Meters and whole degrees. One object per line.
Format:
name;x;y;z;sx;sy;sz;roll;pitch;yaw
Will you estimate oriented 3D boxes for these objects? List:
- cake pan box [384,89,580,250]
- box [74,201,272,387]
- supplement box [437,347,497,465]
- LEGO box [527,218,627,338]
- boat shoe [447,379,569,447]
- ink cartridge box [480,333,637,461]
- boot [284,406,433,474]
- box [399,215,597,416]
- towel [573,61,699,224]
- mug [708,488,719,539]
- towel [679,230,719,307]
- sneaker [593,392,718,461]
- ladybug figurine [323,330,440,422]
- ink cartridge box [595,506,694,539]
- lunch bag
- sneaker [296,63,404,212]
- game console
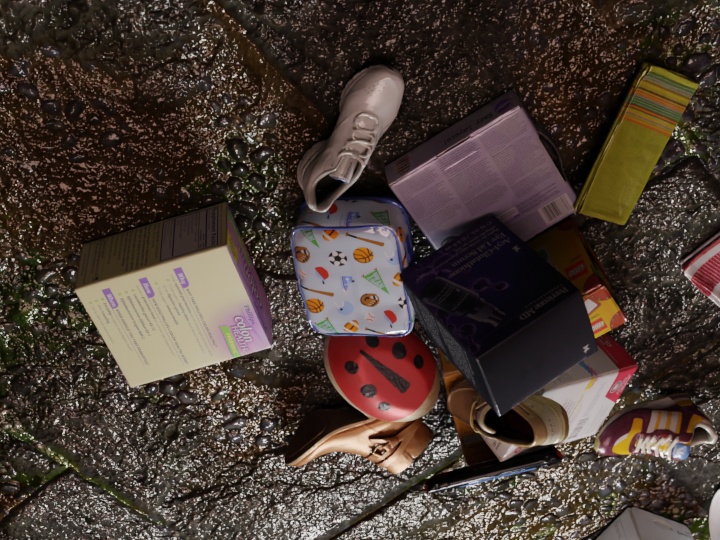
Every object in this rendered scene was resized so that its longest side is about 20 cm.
cake pan box;0.158;-0.106;1.297;0.199;0.053;0.184;-31;127;16
box;-0.234;0.032;1.321;0.198;0.097;0.177;-16;128;6
supplement box;0.164;0.194;1.519;0.068;0.067;0.201;-16;129;5
LEGO box;0.227;0.045;1.359;0.199;0.150;0.077;-31;125;16
boat shoe;0.180;0.187;1.364;0.066;0.199;0.075;-11;100;-39
ink cartridge box;0.275;0.174;1.462;0.198;0.086;0.148;-6;134;-36
boot;-0.001;0.259;1.537;0.200;0.074;0.155;-39;119;17
box;0.162;0.049;1.236;0.147;0.200;0.105;-33;129;-9
towel;0.341;-0.152;1.278;0.085;0.018;0.201;13;113;-24
mug;0.691;0.435;1.745;0.173;0.149;0.200;0;158;-16
towel;0.559;0.004;1.455;0.199;0.023;0.144;36;115;-29
sneaker;0.445;0.247;1.549;0.198;0.090;0.075;-15;134;-24
ladybug figurine;0.034;0.139;1.432;0.199;0.072;0.136;36;90;-23
ink cartridge box;0.472;0.519;1.800;0.144;0.088;0.201;22;120;-22
lunch bag;0.000;0.000;1.323;0.158;0.076;0.201;-1;130;13
sneaker;-0.006;-0.150;1.217;0.074;0.087;0.201;21;121;-20
game console;0.197;0.294;1.507;0.198;0.031;0.177;-16;171;7
